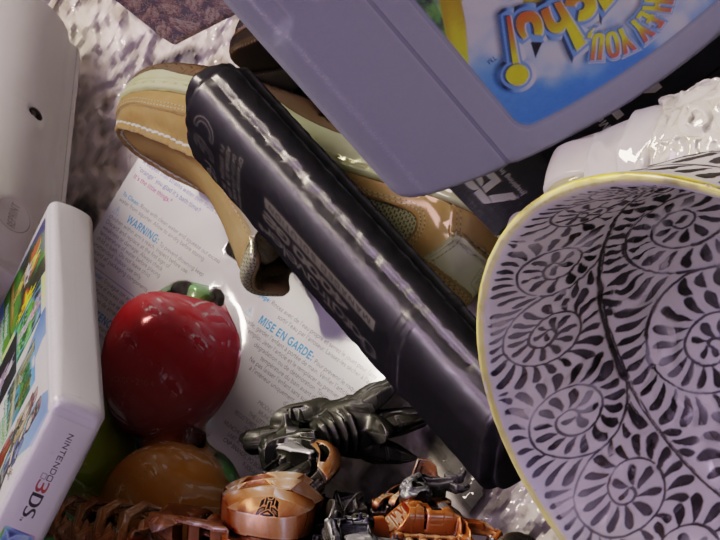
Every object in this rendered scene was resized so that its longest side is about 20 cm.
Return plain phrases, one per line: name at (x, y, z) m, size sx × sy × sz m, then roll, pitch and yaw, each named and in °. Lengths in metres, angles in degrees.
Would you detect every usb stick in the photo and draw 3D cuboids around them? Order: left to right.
usb stick at (0.000, 0.000, 0.964) m, size 0.200 × 0.033 × 0.056 m, roll 48°, pitch 156°, yaw 28°

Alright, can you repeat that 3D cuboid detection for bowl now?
bowl at (0.140, 0.034, 0.785) m, size 0.200 × 0.094 × 0.201 m, roll 31°, pitch 143°, yaw 27°

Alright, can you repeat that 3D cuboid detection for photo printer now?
photo printer at (-0.196, -0.012, 1.160) m, size 0.166 × 0.069 × 0.200 m, roll -42°, pitch 30°, yaw 29°

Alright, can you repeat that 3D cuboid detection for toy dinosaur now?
toy dinosaur at (-0.019, 0.095, 0.951) m, size 0.200 × 0.136 × 0.102 m, roll 27°, pitch 103°, yaw 6°

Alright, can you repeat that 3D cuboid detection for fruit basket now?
fruit basket at (-0.083, 0.071, 1.097) m, size 0.185 × 0.094 × 0.200 m, roll 33°, pitch 88°, yaw 40°

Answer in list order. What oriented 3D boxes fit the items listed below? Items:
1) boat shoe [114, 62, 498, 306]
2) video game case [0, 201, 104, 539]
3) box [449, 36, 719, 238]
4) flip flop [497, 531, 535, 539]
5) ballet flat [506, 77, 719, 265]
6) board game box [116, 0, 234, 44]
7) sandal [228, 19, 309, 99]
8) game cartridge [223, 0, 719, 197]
boat shoe at (-0.031, -0.027, 1.047) m, size 0.200 × 0.072 × 0.076 m, roll 18°, pitch 76°, yaw 40°
video game case at (-0.144, 0.087, 0.986) m, size 0.183 × 0.022 × 0.200 m, roll -62°, pitch 15°, yaw 16°
box at (0.046, -0.131, 0.901) m, size 0.161 × 0.200 × 0.049 m, roll -36°, pitch 23°, yaw 19°
flip flop at (0.074, 0.145, 0.852) m, size 0.081 × 0.200 × 0.058 m, roll 38°, pitch 76°, yaw 24°
ballet flat at (0.083, -0.008, 0.902) m, size 0.200 × 0.072 × 0.072 m, roll 117°, pitch 139°, yaw -53°
board game box at (-0.031, -0.215, 1.028) m, size 0.159 × 0.097 × 0.200 m, roll -20°, pitch 43°, yaw 43°
sandal at (0.039, -0.109, 1.005) m, size 0.200 × 0.082 × 0.055 m, roll -10°, pitch 58°, yaw 35°
game cartridge at (0.060, -0.115, 0.864) m, size 0.200 × 0.133 × 0.041 m, roll -36°, pitch 27°, yaw 17°
